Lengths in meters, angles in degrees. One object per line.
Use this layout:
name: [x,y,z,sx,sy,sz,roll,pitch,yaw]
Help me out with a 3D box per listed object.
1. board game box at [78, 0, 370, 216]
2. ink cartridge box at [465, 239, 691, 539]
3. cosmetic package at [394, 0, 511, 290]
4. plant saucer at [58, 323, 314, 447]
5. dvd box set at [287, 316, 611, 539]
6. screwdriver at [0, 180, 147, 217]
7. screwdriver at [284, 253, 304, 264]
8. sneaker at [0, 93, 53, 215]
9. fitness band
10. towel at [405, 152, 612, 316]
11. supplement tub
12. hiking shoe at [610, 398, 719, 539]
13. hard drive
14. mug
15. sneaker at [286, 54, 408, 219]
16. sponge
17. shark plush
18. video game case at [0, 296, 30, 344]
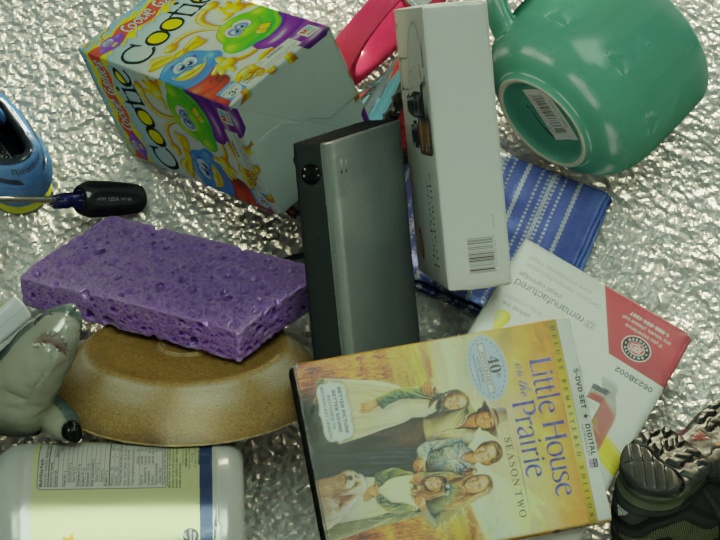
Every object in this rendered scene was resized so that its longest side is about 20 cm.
board game box: [-0.103,-0.134,1.767,0.105,0.103,0.200,-41,38,-23]
ink cartridge box: [0.126,0.104,1.693,0.145,0.083,0.200,31,67,4]
cosmetic package: [0.065,-0.093,1.705,0.051,0.151,0.201,-6,96,-4]
plant saucer: [-0.123,0.068,1.674,0.199,0.036,0.200,-1,21,0]
dvd box set: [0.061,0.119,1.606,0.199,0.029,0.147,-9,80,-11]
screwdriver: [-0.244,-0.049,1.756,0.199,0.029,0.028,-7,34,-39]
screwdriver: [-0.100,0.012,1.774,0.199,0.028,0.029,-11,40,0]
sneaker: [-0.307,-0.132,1.820,0.066,0.079,0.200,-36,67,-19]
fitness band: [0.046,-0.220,1.853,0.037,0.144,0.200,46,65,0]
towel: [0.082,-0.039,1.822,0.199,0.024,0.145,22,61,9]
supplement tub: [-0.179,0.190,1.607,0.199,0.145,0.146,-1,61,-4]
hiking shoe: [0.247,0.155,1.696,0.199,0.101,0.076,-8,42,-38]
hard drive: [0.000,0.000,1.681,0.033,0.139,0.201,-1,100,23]
mug: [0.163,-0.157,1.822,0.185,0.152,0.114,35,66,23]
sneaker: [-0.001,-0.118,1.814,0.095,0.080,0.200,14,51,31]
sponge: [-0.136,0.011,1.713,0.199,0.030,0.111,14,31,29]
shark plush: [-0.231,0.076,1.647,0.090,0.200,0.084,18,75,-6]
video game case: [-0.333,0.094,1.641,0.200,0.182,0.022,-42,102,-23]
